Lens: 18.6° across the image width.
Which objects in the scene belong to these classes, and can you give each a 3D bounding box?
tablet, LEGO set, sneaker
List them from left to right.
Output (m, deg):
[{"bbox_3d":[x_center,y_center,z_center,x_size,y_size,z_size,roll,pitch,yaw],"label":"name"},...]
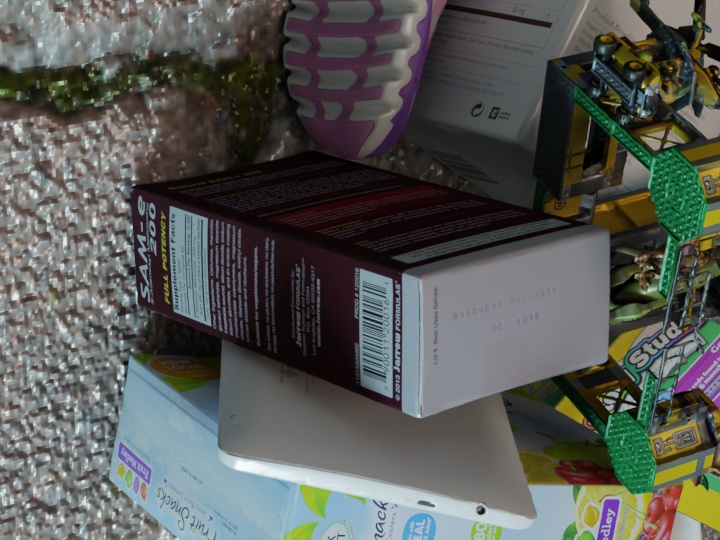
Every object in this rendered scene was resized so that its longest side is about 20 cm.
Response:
[{"bbox_3d":[0.003,0.054,0.942,0.129,0.200,0.014,13,107,-7],"label":"tablet"},{"bbox_3d":[0.025,-0.149,1.009,0.088,0.080,0.202,2,99,-48],"label":"sneaker"},{"bbox_3d":[0.147,-0.014,0.941,0.115,0.154,0.202,-15,123,-24],"label":"LEGO set"}]

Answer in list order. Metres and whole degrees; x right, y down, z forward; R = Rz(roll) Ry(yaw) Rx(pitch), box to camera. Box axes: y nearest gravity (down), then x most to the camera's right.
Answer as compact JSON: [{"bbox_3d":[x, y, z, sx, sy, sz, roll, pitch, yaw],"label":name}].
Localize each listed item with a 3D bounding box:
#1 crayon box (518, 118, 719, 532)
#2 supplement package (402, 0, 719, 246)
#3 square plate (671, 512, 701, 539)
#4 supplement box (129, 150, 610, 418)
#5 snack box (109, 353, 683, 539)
[{"bbox_3d":[0.192,0.025,1.114,0.172,0.058,0.200,28,110,-38],"label":"crayon box"},{"bbox_3d":[0.114,-0.133,1.056,0.121,0.119,0.201,32,81,-39],"label":"supplement package"},{"bbox_3d":[0.106,0.138,1.184,0.197,0.028,0.202,-23,115,-33],"label":"square plate"},{"bbox_3d":[0.000,0.000,0.942,0.108,0.199,0.061,-13,111,-37],"label":"supplement box"},{"bbox_3d":[0.012,0.094,0.981,0.199,0.168,0.068,5,103,-31],"label":"snack box"}]
